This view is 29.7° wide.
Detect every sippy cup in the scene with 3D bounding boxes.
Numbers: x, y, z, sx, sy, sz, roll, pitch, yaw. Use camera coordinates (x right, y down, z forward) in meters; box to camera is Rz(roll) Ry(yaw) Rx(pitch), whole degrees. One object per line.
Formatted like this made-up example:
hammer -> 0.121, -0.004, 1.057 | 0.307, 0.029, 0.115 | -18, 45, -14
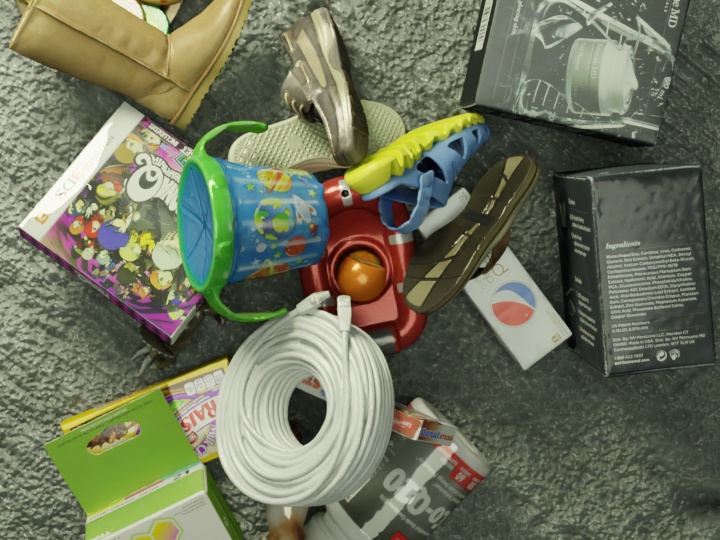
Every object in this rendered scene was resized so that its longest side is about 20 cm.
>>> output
sippy cup -> -0.105, -0.049, 1.362 | 0.130, 0.140, 0.179 | -5, 121, -23

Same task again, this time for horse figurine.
horse figurine -> -0.082, 0.253, 1.447 | 0.050, 0.132, 0.201 | 11, 74, -25

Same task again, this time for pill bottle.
pill bottle -> 0.035, 0.246, 1.465 | 0.114, 0.114, 0.200 | 43, 93, -5

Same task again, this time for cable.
cable -> -0.058, 0.139, 1.373 | 0.199, 0.069, 0.201 | -24, 67, 29

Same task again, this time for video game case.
video game case -> -0.223, -0.052, 1.423 | 0.200, 0.036, 0.182 | 36, 71, 3

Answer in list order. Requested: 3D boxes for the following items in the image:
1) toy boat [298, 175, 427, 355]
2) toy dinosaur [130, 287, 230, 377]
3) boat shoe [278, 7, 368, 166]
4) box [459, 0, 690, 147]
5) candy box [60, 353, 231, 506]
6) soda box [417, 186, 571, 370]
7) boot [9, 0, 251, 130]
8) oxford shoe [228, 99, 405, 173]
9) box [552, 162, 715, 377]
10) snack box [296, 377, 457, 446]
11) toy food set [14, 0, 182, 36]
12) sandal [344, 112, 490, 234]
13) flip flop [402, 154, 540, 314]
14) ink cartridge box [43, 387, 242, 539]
toy boat -> 0.000, 0.000, 1.431 | 0.130, 0.131, 0.201 | -12, 96, -1
toy dinosaur -> -0.195, 0.017, 1.455 | 0.102, 0.077, 0.201 | -3, 100, -15
boat shoe -> -0.041, -0.182, 1.409 | 0.073, 0.075, 0.201 | -20, 53, 9
box -> 0.225, -0.247, 1.421 | 0.195, 0.124, 0.201 | 12, 95, -5
candy box -> -0.218, 0.176, 1.494 | 0.199, 0.026, 0.103 | -22, 100, 0
soda box -> 0.141, 0.007, 1.471 | 0.068, 0.064, 0.200 | -37, 95, 1
boot -> -0.231, -0.254, 1.388 | 0.199, 0.066, 0.176 | 27, 103, -19
oxford shoe -> -0.049, -0.136, 1.457 | 0.199, 0.058, 0.076 | -16, 85, -15
box -> 0.279, -0.007, 1.407 | 0.117, 0.197, 0.201 | -6, 96, -2
snack box -> 0.001, 0.137, 1.420 | 0.199, 0.072, 0.024 | 20, 90, 36
toy food set -> -0.276, -0.317, 1.431 | 0.199, 0.049, 0.198 | 34, 94, -5
sandal -> 0.068, -0.102, 1.417 | 0.200, 0.079, 0.087 | -33, 103, -37
flip flop -> 0.122, -0.031, 1.405 | 0.200, 0.081, 0.058 | -52, 130, -9
ink cartridge box -> -0.233, 0.251, 1.453 | 0.147, 0.076, 0.201 | -26, 112, 0
